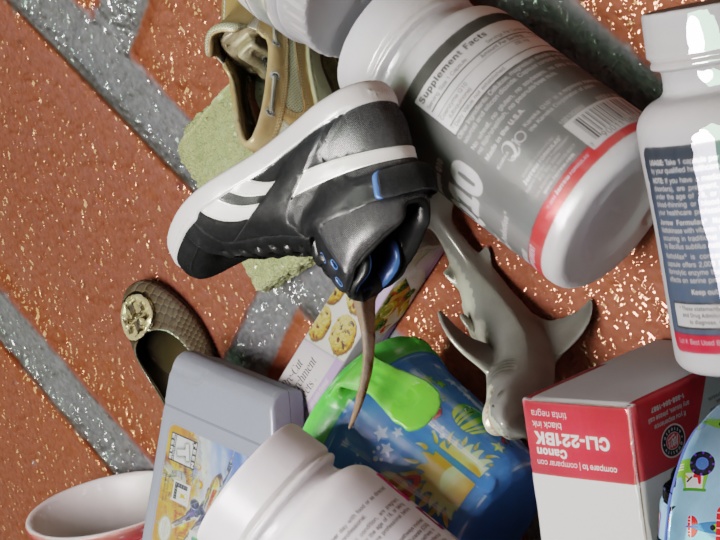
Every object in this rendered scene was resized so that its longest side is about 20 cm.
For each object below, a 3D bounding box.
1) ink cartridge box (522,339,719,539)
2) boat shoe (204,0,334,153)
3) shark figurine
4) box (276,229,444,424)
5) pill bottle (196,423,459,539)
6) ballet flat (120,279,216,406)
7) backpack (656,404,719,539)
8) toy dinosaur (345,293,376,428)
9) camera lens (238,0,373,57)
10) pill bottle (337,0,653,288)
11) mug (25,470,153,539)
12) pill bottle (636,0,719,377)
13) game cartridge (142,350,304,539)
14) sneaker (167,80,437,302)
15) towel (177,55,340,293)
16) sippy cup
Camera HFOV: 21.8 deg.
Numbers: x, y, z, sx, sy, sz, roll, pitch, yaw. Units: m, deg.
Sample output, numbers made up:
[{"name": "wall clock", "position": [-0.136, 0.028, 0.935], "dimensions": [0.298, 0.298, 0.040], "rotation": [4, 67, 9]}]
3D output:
[{"name": "ink cartridge box", "position": [0.182, 0.155, 1.113], "dimensions": [0.084, 0.144, 0.200], "rotation": [0, 102, 44]}, {"name": "boat shoe", "position": [-0.067, -0.150, 1.236], "dimensions": [0.072, 0.076, 0.200], "rotation": [-48, 42, 31]}, {"name": "shark figurine", "position": [0.101, 0.023, 1.214], "dimensions": [0.089, 0.128, 0.215], "rotation": [-30, 56, 15]}, {"name": "box", "position": [-0.004, 0.038, 1.323], "dimensions": [0.041, 0.039, 0.200], "rotation": [51, 131, 22]}, {"name": "pill bottle", "position": [0.005, 0.191, 1.142], "dimensions": [0.200, 0.113, 0.113], "rotation": [39, 127, 11]}, {"name": "ballet flat", "position": [-0.136, 0.096, 1.458], "dimensions": [0.067, 0.046, 0.200], "rotation": [-39, 76, 42]}, {"name": "backpack", "position": [0.250, 0.144, 1.009], "dimensions": [0.134, 0.200, 0.183], "rotation": [12, 110, 40]}, {"name": "toy dinosaur", "position": [0.000, 0.000, 1.201], "dimensions": [0.200, 0.060, 0.106], "rotation": [-101, -2, -63]}, {"name": "camera lens", "position": [-0.048, -0.250, 1.188], "dimensions": [0.200, 0.160, 0.160], "rotation": [43, 128, 25]}, {"name": "pill bottle", "position": [0.086, -0.090, 1.147], "dimensions": [0.200, 0.114, 0.114], "rotation": [40, 127, 27]}, {"name": "mug", "position": [-0.179, 0.273, 1.525], "dimensions": [0.133, 0.178, 0.200], "rotation": [-9, 104, 8]}, {"name": "pill bottle", "position": [0.217, -0.051, 1.034], "dimensions": [0.120, 0.120, 0.200], "rotation": [-4, 101, 43]}, {"name": "game cartridge", "position": [-0.101, 0.171, 1.376], "dimensions": [0.133, 0.042, 0.200], "rotation": [18, 102, 47]}, {"name": "sneaker", "position": [-0.038, -0.018, 1.139], "dimensions": [0.200, 0.073, 0.112], "rotation": [-38, 67, 37]}, {"name": "towel", "position": [-0.043, -0.084, 1.323], "dimensions": [0.200, 0.036, 0.148], "rotation": [-40, 76, 40]}, {"name": "sippy cup", "position": [0.046, 0.132, 1.236], "dimensions": [0.130, 0.178, 0.140], "rotation": [34, 104, 31]}]
